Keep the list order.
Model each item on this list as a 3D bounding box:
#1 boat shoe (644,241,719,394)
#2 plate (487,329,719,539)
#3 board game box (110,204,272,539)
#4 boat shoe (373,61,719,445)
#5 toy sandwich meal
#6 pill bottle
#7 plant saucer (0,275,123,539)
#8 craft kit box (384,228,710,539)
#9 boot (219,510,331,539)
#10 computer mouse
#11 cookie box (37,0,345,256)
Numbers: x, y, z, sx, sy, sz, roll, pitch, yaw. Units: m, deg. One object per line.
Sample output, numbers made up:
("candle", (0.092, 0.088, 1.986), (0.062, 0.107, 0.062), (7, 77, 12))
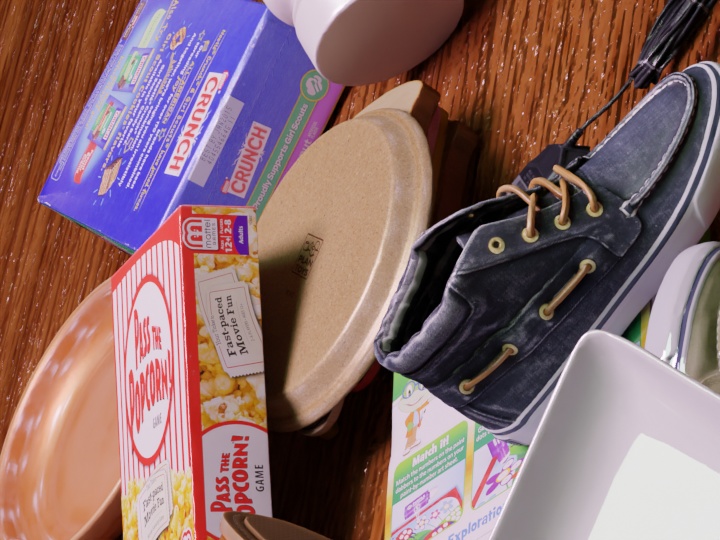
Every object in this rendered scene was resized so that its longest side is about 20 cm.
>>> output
("boat shoe", (0.163, 0.080, 1.224), (0.062, 0.072, 0.201), (-16, 61, 38))
("plate", (0.130, 0.152, 1.159), (0.199, 0.032, 0.201), (29, 100, 37))
("board game box", (-0.092, 0.081, 1.564), (0.151, 0.046, 0.201), (140, 129, -66))
("boat shoe", (0.091, -0.019, 1.307), (0.201, 0.091, 0.071), (-58, 27, 8))
("toy sandwich meal", (0.000, 0.000, 1.567), (0.205, 0.070, 0.206), (-43, 35, 40))
("pill bottle", (-0.023, -0.212, 1.683), (0.113, 0.113, 0.200), (-46, 56, 29))
("plant saucer", (-0.159, 0.095, 1.787), (0.200, 0.037, 0.201), (-42, 33, 35))
("craft kit box", (0.086, 0.074, 1.375), (0.200, 0.048, 0.198), (-36, 40, 41))
("boot", (-0.026, 0.219, 1.344), (0.200, 0.074, 0.155), (42, 114, 35))
("computer mouse", (0.122, -0.066, 1.458), (0.200, 0.034, 0.059), (-51, 12, 11))
("cookie box", (-0.105, -0.085, 1.812), (0.172, 0.075, 0.200), (-63, 27, -1))
